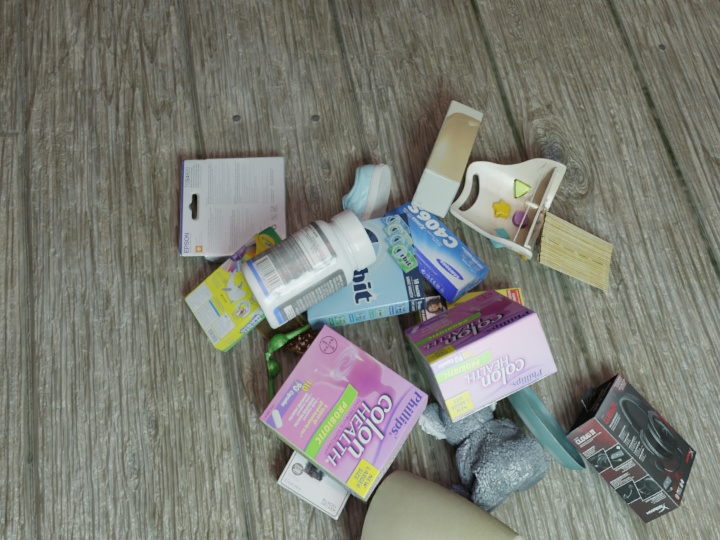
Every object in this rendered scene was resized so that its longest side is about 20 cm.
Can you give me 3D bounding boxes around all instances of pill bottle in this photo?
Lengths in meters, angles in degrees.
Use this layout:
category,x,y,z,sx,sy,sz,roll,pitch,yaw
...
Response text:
category,x,y,z,sx,sy,sz,roll,pitch,yaw
pill bottle,-0.081,-0.007,0.994,0.197,0.114,0.115,-30,75,-10

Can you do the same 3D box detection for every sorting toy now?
category,x,y,z,sx,sy,sz,roll,pitch,yaw
sorting toy,0.270,-0.128,1.207,0.177,0.107,0.203,24,70,11

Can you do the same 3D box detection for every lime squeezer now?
category,x,y,z,sx,sy,sz,roll,pitch,yaw
lime squeezer,-0.131,0.154,1.067,0.070,0.038,0.204,24,89,-21

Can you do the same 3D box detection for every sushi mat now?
category,x,y,z,sx,sy,sz,roll,pitch,yaw
sushi mat,0.401,-0.033,1.167,0.197,0.012,0.098,19,78,-29

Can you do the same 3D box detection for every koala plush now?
category,x,y,z,sx,sy,sz,roll,pitch,yaw
koala plush,0.192,0.271,1.020,0.174,0.185,0.202,-25,62,-13

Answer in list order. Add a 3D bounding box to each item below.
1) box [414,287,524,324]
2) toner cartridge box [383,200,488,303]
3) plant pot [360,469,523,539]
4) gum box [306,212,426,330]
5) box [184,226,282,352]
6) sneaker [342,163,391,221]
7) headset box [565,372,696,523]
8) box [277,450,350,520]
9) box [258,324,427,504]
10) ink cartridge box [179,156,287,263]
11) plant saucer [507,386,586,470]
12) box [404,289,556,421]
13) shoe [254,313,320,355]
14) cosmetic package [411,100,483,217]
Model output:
category,x,y,z,sx,sy,sz,roll,pitch,yaw
box,0.199,0.082,1.142,0.195,0.050,0.077,-4,69,-7
toner cartridge box,0.132,-0.040,1.152,0.094,0.044,0.200,-27,64,-36
plant pot,0.128,0.404,0.900,0.196,0.187,0.191,2,64,36
gum box,0.000,0.000,1.072,0.195,0.045,0.173,-11,59,1
box,-0.196,0.029,1.087,0.199,0.048,0.118,-41,65,2
sneaker,0.000,-0.105,1.192,0.080,0.074,0.204,7,71,29
headset box,0.446,0.283,1.049,0.201,0.078,0.148,48,42,11
box,-0.040,0.288,1.038,0.115,0.060,0.203,27,70,5
box,-0.024,0.221,0.973,0.198,0.097,0.177,32,71,15
ink cartridge box,-0.235,-0.115,1.176,0.195,0.041,0.205,-2,70,-6
plant saucer,0.292,0.244,1.029,0.027,0.200,0.202,-40,77,12
box,0.181,0.125,0.999,0.173,0.200,0.098,-24,101,-2
shoe,-0.110,0.112,1.106,0.197,0.053,0.071,31,91,10
cosmetic package,0.166,-0.214,1.196,0.070,0.106,0.203,22,57,1
